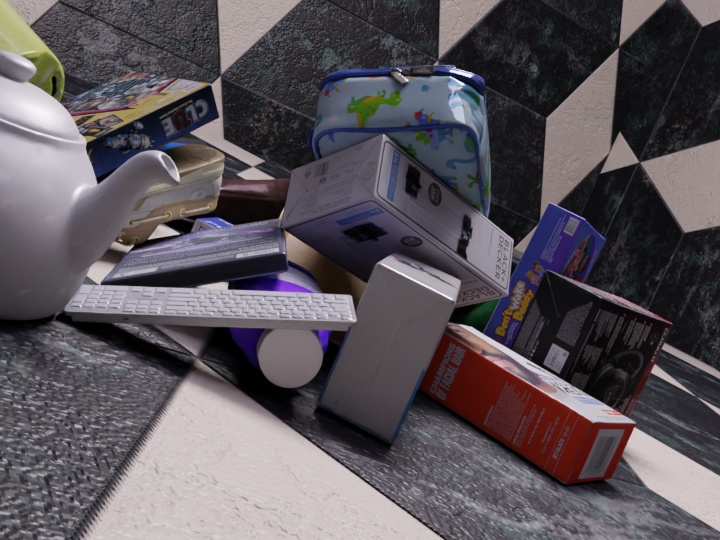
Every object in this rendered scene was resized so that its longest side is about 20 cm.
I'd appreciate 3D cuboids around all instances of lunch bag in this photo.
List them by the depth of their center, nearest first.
[{"bbox_3d":[0.040,-0.102,0.902,0.158,0.084,0.201,0,-29,12],"label":"lunch bag"}]

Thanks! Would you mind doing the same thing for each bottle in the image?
[{"bbox_3d":[-0.064,0.039,0.777,0.082,0.066,0.200,18,9,-13],"label":"bottle"}]

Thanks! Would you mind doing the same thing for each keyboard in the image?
[{"bbox_3d":[-0.102,0.024,0.682,0.196,0.011,0.056,3,23,-6],"label":"keyboard"}]

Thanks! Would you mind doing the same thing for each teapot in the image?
[{"bbox_3d":[-0.251,-0.071,0.626,0.198,0.148,0.197,17,10,-39],"label":"teapot"}]

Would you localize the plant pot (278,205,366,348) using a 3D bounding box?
[{"bbox_3d":[0.000,0.000,0.979,0.197,0.203,0.027,22,-36,-20],"label":"plant pot"}]

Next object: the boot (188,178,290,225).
[{"bbox_3d":[-0.147,-0.082,1.176,0.165,0.074,0.198,10,-13,-40],"label":"boot"}]

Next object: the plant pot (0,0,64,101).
[{"bbox_3d":[-0.444,-0.241,1.107,0.183,0.202,0.200,38,11,15],"label":"plant pot"}]

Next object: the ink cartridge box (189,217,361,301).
[{"bbox_3d":[-0.083,0.004,1.035,0.197,0.045,0.094,25,6,2],"label":"ink cartridge box"}]

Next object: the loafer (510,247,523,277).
[{"bbox_3d":[0.099,-0.043,1.087,0.197,0.073,0.073,22,-31,-9],"label":"loafer"}]

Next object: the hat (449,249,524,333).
[{"bbox_3d":[0.131,0.078,1.189,0.175,0.168,0.198,-27,19,-39],"label":"hat"}]

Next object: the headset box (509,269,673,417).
[{"bbox_3d":[0.243,0.097,1.043,0.077,0.151,0.198,31,11,39],"label":"headset box"}]

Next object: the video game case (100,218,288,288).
[{"bbox_3d":[-0.133,-0.013,0.828,0.140,0.019,0.200,-9,10,-4],"label":"video game case"}]

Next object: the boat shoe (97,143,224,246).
[{"bbox_3d":[-0.205,-0.058,0.878,0.198,0.067,0.074,-20,35,-36],"label":"boat shoe"}]

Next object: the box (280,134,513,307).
[{"bbox_3d":[0.038,-0.033,0.883,0.115,0.061,0.199,-14,-34,38],"label":"box"}]

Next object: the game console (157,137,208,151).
[{"bbox_3d":[-0.274,-0.116,1.012,0.119,0.170,0.200,51,9,0],"label":"game console"}]

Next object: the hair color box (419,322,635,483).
[{"bbox_3d":[0.143,0.118,0.911,0.198,0.065,0.110,29,9,35],"label":"hair color box"}]

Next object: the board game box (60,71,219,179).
[{"bbox_3d":[-0.245,-0.124,0.884,0.134,0.035,0.199,18,41,43],"label":"board game box"}]

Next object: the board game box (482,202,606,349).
[{"bbox_3d":[0.196,0.036,1.079,0.044,0.202,0.134,28,4,24],"label":"board game box"}]

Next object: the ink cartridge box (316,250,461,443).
[{"bbox_3d":[0.030,0.052,0.794,0.067,0.117,0.200,25,7,5],"label":"ink cartridge box"}]
